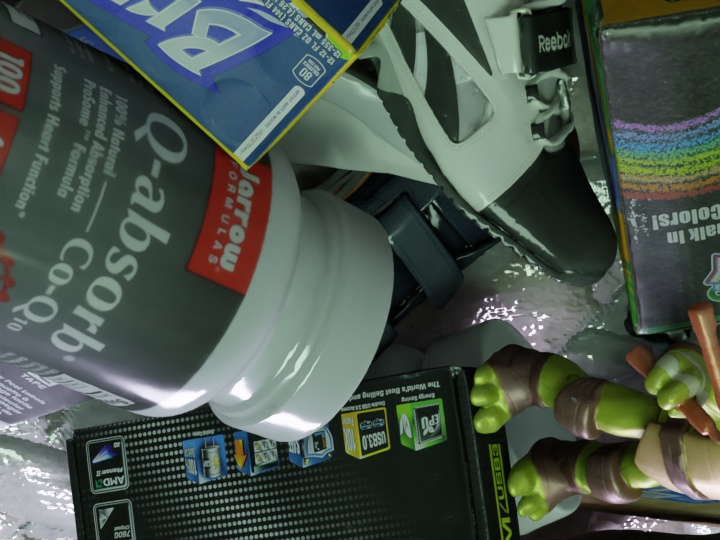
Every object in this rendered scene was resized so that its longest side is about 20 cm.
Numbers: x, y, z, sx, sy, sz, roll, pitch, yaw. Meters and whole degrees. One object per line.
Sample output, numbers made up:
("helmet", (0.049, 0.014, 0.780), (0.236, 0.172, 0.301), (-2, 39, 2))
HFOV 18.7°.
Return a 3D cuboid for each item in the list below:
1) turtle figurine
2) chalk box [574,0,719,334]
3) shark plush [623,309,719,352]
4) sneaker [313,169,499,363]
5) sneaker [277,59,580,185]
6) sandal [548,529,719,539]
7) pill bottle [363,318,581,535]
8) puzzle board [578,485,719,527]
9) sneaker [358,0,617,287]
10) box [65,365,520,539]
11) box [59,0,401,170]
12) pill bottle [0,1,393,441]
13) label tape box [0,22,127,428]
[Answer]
("turtle figurine", (0.125, 0.063, 0.861), (0.161, 0.065, 0.200), (6, 146, 39))
("chalk box", (0.152, -0.063, 0.848), (0.124, 0.124, 0.200), (-9, 135, 5))
("shark plush", (0.179, 0.057, 0.939), (0.199, 0.091, 0.083), (9, 142, 45))
("sneaker", (0.000, 0.000, 0.944), (0.199, 0.080, 0.078), (-26, 131, 20))
("sneaker", (-0.008, -0.073, 0.884), (0.199, 0.073, 0.085), (23, 145, -18))
("sandal", (0.154, 0.160, 1.100), (0.199, 0.055, 0.082), (-3, 168, 17))
("pill bottle", (-0.005, 0.103, 1.025), (0.199, 0.115, 0.114), (-24, 132, 22))
("puzzle board", (0.176, 0.106, 1.030), (0.150, 0.017, 0.200), (9, 169, -17))
("sneaker", (0.048, -0.088, 0.807), (0.088, 0.074, 0.200), (-34, 94, 20))
("box", (-0.024, 0.151, 0.943), (0.199, 0.194, 0.047), (-10, 170, 24))
("box", (-0.083, -0.133, 0.754), (0.200, 0.064, 0.070), (42, 125, -6))
("pill bottle", (-0.093, -0.016, 0.786), (0.199, 0.116, 0.116), (24, 130, -30))
("label tape box", (-0.134, -0.011, 0.898), (0.199, 0.066, 0.143), (-16, 137, 40))
